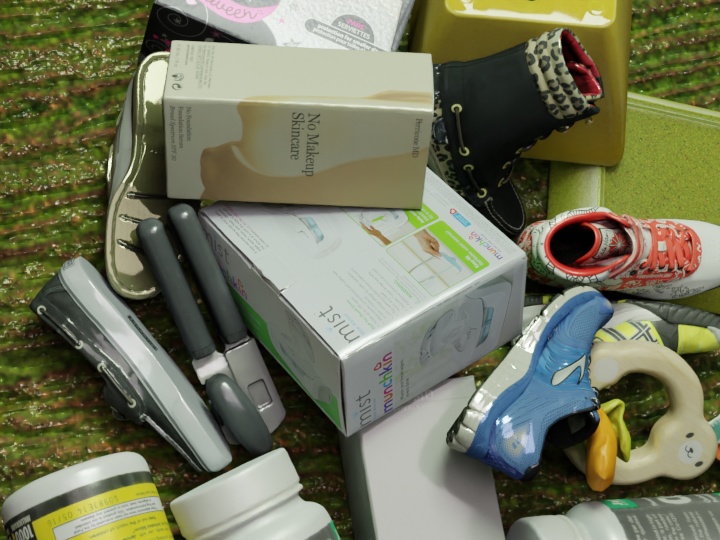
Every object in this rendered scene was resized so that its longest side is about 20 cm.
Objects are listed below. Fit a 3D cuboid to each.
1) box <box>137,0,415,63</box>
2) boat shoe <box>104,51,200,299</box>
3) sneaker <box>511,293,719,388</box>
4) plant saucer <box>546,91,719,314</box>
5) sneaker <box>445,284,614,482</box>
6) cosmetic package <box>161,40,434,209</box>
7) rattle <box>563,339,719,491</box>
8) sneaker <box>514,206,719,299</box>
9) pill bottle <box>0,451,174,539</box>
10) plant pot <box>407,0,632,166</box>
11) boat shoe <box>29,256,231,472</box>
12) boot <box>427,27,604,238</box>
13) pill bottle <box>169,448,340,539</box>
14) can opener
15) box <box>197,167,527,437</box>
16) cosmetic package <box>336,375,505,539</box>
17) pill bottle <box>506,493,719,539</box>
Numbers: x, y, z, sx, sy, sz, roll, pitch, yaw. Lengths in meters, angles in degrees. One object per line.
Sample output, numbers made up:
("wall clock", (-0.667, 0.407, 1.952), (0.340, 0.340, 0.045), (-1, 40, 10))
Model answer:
("box", (-0.068, -0.210, 1.261), (0.199, 0.115, 0.133), (22, 66, -7))
("boat shoe", (-0.168, -0.071, 1.211), (0.074, 0.068, 0.202), (13, 76, -18))
("sneaker", (0.218, 0.061, 1.279), (0.198, 0.075, 0.077), (3, 91, -12))
("plant saucer", (0.269, -0.074, 1.343), (0.198, 0.048, 0.201), (11, 68, -12))
("sneaker", (0.147, 0.091, 1.155), (0.089, 0.079, 0.200), (38, 52, 7))
("cosmetic package", (-0.047, -0.109, 1.134), (0.198, 0.106, 0.071), (2, 46, -1))
("rattle", (0.262, 0.138, 1.210), (0.199, 0.143, 0.131), (25, 86, -15))
("sneaker", (0.230, -0.013, 1.231), (0.200, 0.108, 0.068), (2, 86, -5))
("pill bottle", (-0.175, 0.242, 1.073), (0.112, 0.112, 0.201), (-17, 76, -20))
("plant pot", (0.139, -0.225, 1.265), (0.198, 0.177, 0.201), (6, 68, 3))
("boat shoe", (-0.177, 0.082, 1.162), (0.057, 0.069, 0.200), (-39, 87, 3))
("boot", (0.131, -0.105, 1.217), (0.204, 0.153, 0.074), (50, 36, -40))
("pill bottle", (-0.056, 0.240, 1.094), (0.113, 0.113, 0.201), (-24, 88, -22))
("can opener", (-0.110, 0.048, 1.156), (0.053, 0.067, 0.201), (-26, 107, -12))
("box", (0.000, 0.000, 1.171), (0.176, 0.097, 0.200), (-30, 51, -22))
("cosmetic package", (0.050, 0.190, 1.169), (0.106, 0.090, 0.202), (-7, 76, -14))
("pill bottle", (0.220, 0.236, 1.173), (0.198, 0.113, 0.114), (-1, 71, -19))
